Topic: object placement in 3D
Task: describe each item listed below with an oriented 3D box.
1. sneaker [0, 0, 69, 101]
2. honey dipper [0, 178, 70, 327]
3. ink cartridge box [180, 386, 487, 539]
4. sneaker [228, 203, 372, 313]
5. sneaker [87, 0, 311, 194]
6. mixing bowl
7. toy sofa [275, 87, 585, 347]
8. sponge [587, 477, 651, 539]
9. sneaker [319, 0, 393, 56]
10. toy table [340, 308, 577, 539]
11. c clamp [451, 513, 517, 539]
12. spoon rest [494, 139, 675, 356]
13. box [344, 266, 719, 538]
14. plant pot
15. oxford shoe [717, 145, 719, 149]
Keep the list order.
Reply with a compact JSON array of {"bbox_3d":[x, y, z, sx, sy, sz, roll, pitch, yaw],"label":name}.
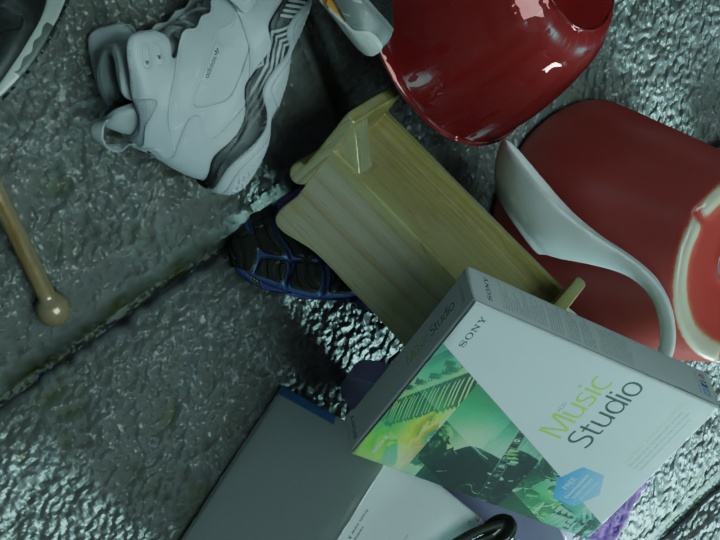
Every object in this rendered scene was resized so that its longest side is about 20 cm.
[{"bbox_3d":[-0.208,-0.179,0.838,0.087,0.075,0.202,33,64,-26],"label":"sneaker"},{"bbox_3d":[-0.224,-0.049,0.895,0.038,0.038,0.202,-34,124,-23],"label":"honey dipper"},{"bbox_3d":[0.003,0.211,1.057,0.200,0.146,0.147,41,78,-36],"label":"ink cartridge box"},{"bbox_3d":[0.000,0.000,1.040,0.197,0.079,0.076,6,62,-21],"label":"sneaker"},{"bbox_3d":[-0.100,-0.156,0.923,0.114,0.075,0.203,13,93,-35],"label":"sneaker"},{"bbox_3d":[0.102,-0.194,0.991,0.199,0.108,0.203,12,73,-45],"label":"mixing bowl"},{"bbox_3d":[0.044,-0.015,0.982,0.098,0.200,0.083,-47,176,32],"label":"toy sofa"},{"bbox_3d":[0.207,0.164,1.177,0.030,0.200,0.112,30,84,5],"label":"sponge"},{"bbox_3d":[0.005,-0.225,0.914,0.078,0.076,0.203,44,36,-55],"label":"sneaker"},{"bbox_3d":[0.099,0.102,1.088,0.200,0.184,0.117,41,65,-3],"label":"toy table"},{"bbox_3d":[0.105,0.244,1.036,0.171,0.027,0.201,-46,126,-12],"label":"c clamp"},{"bbox_3d":[0.160,-0.011,1.027,0.060,0.099,0.201,-34,87,11],"label":"spoon rest"},{"bbox_3d":[0.110,0.091,0.940,0.198,0.037,0.145,23,123,-23],"label":"box"},{"bbox_3d":[0.226,-0.021,1.131,0.198,0.177,0.204,-10,107,-33],"label":"plant pot"},{"bbox_3d":[0.370,-0.040,1.305,0.075,0.058,0.201,-46,123,-13],"label":"oxford shoe"}]
